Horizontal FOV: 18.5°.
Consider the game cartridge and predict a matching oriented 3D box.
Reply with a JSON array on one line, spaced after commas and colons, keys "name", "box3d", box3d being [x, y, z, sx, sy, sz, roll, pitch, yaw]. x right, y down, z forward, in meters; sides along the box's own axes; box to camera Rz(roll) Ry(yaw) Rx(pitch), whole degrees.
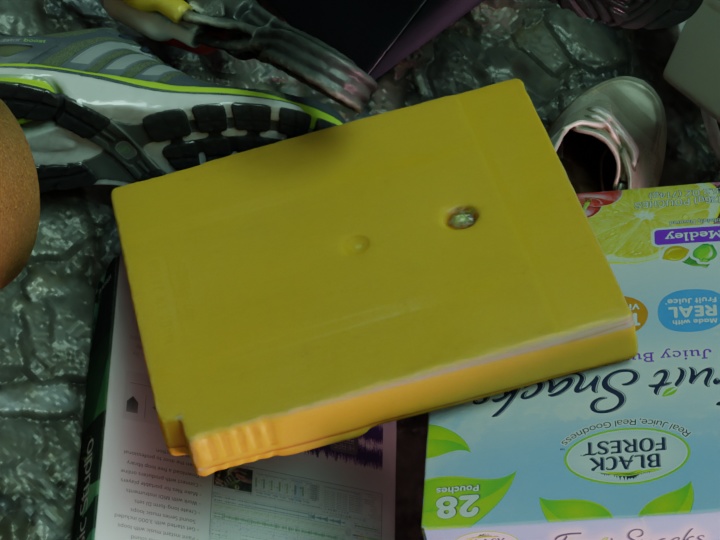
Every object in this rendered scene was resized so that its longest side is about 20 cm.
[{"name": "game cartridge", "box3d": [0.000, 0.000, 0.959, 0.199, 0.033, 0.177, -16, 41, -2]}]

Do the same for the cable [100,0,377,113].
[{"name": "cable", "box3d": [-0.057, -0.103, 1.036, 0.050, 0.097, 0.200, -50, 49, -1]}]

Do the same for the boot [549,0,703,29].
[{"name": "boot", "box3d": [0.100, -0.229, 1.089, 0.164, 0.066, 0.201, 21, 50, -18]}]

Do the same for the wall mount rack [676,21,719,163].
[{"name": "wall mount rack", "box3d": [0.216, -0.163, 1.229, 0.174, 0.074, 0.201, -14, 92, -71]}]

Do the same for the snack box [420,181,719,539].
[{"name": "snack box", "box3d": [0.116, 0.051, 0.947, 0.168, 0.068, 0.200, -5, 43, 9]}]

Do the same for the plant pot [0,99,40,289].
[{"name": "plant pot", "box3d": [-0.235, -0.019, 0.899, 0.200, 0.186, 0.187, -12, 68, -46]}]

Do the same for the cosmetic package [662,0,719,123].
[{"name": "cosmetic package", "box3d": [0.241, -0.082, 1.044, 0.103, 0.088, 0.200, 14, 20, -28]}]

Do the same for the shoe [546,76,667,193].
[{"name": "shoe", "box3d": [0.117, -0.035, 1.140, 0.070, 0.053, 0.200, 36, 54, -4]}]

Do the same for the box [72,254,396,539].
[{"name": "box", "box3d": [-0.055, 0.100, 0.993, 0.144, 0.036, 0.201, 14, 57, -19]}]

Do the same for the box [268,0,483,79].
[{"name": "box", "box3d": [0.013, -0.233, 1.157, 0.198, 0.123, 0.200, 47, 52, 6]}]

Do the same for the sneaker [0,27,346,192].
[{"name": "sneaker", "box3d": [-0.099, -0.079, 1.041, 0.199, 0.074, 0.081, 10, 39, -15]}]
